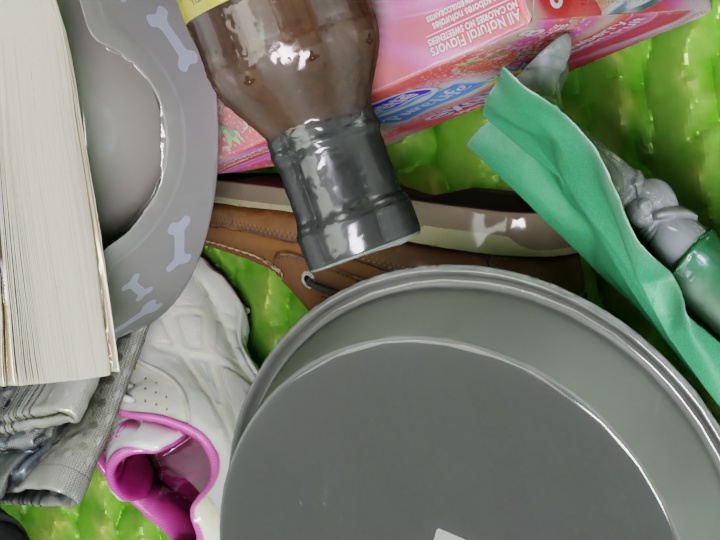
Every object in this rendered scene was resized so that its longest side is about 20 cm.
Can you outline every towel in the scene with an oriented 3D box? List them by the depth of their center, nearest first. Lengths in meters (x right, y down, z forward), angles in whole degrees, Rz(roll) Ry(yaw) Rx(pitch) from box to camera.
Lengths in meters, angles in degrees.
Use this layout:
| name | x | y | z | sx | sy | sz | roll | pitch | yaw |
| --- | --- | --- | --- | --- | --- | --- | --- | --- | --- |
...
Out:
| name | x | y | z | sx | sy | sz | roll | pitch | yaw |
| --- | --- | --- | --- | --- | --- | --- | --- | --- | --- |
| towel | -0.152 | 0.010 | 1.024 | 0.192 | 0.034 | 0.201 | -5 | 59 | 46 |

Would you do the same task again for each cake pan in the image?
| name | x | y | z | sx | sy | sz | roll | pitch | yaw |
| --- | --- | --- | --- | --- | --- | --- | --- | --- | --- |
| cake pan | 0.036 | 0.099 | 0.798 | 0.199 | 0.037 | 0.202 | 8 | 111 | 23 |

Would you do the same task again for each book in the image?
| name | x | y | z | sx | sy | sz | roll | pitch | yaw |
| --- | --- | --- | --- | --- | --- | --- | --- | --- | --- |
| book | -0.160 | -0.026 | 0.879 | 0.200 | 0.048 | 0.135 | -3 | 92 | 58 |

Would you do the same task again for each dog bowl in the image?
| name | x | y | z | sx | sy | sz | roll | pitch | yaw |
| --- | --- | --- | --- | --- | --- | --- | --- | --- | --- |
| dog bowl | -0.122 | -0.061 | 0.900 | 0.200 | 0.058 | 0.201 | 16 | 110 | 52 |

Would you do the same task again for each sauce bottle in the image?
| name | x | y | z | sx | sy | sz | roll | pitch | yaw |
| --- | --- | --- | --- | --- | --- | --- | --- | --- | --- |
| sauce bottle | -0.033 | -0.099 | 0.782 | 0.065 | 0.065 | 0.201 | -18 | 91 | 47 |

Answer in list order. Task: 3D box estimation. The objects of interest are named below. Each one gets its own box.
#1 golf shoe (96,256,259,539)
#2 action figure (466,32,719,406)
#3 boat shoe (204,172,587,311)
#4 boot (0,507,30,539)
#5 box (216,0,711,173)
| name | x | y | z | sx | sy | sz | roll | pitch | yaw |
| --- | --- | --- | --- | --- | --- | --- | --- | --- | --- |
| golf shoe | -0.084 | 0.050 | 0.996 | 0.200 | 0.091 | 0.076 | 45 | 128 | 34 |
| action figure | 0.118 | 0.012 | 0.778 | 0.055 | 0.118 | 0.200 | -40 | 84 | 1 |
| boat shoe | 0.000 | 0.000 | 0.909 | 0.199 | 0.072 | 0.068 | 11 | 103 | 46 |
| boot | -0.132 | 0.222 | 1.093 | 0.200 | 0.065 | 0.166 | 32 | 128 | 43 |
| box | 0.014 | -0.106 | 0.855 | 0.199 | 0.102 | 0.095 | -19 | 83 | 46 |
